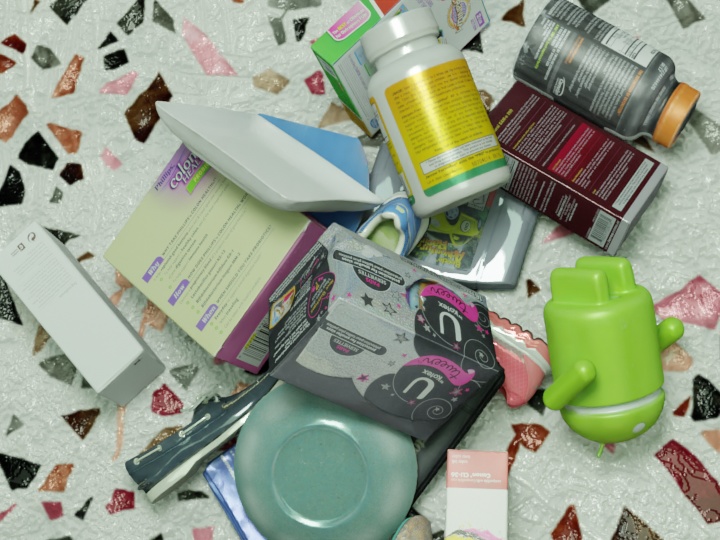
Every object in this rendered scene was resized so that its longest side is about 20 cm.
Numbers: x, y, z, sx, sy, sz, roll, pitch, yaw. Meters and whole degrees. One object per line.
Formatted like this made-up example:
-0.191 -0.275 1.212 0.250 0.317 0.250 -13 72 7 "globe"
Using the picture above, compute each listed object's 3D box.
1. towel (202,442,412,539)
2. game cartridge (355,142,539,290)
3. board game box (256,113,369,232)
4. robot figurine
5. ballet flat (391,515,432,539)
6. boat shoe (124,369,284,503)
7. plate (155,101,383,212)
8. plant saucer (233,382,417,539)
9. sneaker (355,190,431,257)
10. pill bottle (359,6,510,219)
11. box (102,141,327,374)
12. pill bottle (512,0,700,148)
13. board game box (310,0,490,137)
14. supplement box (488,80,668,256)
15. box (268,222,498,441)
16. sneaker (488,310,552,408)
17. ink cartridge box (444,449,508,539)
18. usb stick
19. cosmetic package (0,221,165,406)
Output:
-0.061 0.219 1.523 0.199 0.024 0.146 -36 75 10 "towel"
0.095 -0.055 1.591 0.198 0.041 0.135 17 82 10 "game cartridge"
-0.078 -0.085 1.611 0.198 0.039 0.160 16 85 23 "board game box"
0.256 0.089 1.476 0.115 0.174 0.203 2 106 47 "robot figurine"
0.045 0.359 1.470 0.067 0.068 0.202 17 84 46 "ballet flat"
-0.169 0.170 1.544 0.200 0.075 0.062 -41 83 1 "boat shoe"
-0.098 -0.112 1.490 0.199 0.199 0.033 37 108 24 "plate"
-0.040 0.212 1.480 0.198 0.039 0.204 1 95 8 "plant saucer"
0.000 0.000 1.543 0.075 0.077 0.201 33 107 11 "sneaker"
0.073 -0.167 1.488 0.112 0.113 0.202 -22 88 0 "pill bottle"
-0.148 -0.021 1.538 0.199 0.097 0.177 37 93 29 "box"
0.277 -0.214 1.574 0.199 0.106 0.107 32 81 13 "pill bottle"
0.049 -0.266 1.588 0.200 0.153 0.040 -44 59 -6 "board game box"
0.225 -0.115 1.558 0.199 0.061 0.109 33 53 13 "supplement box"
0.022 0.066 1.432 0.198 0.132 0.116 25 37 -26 "box"
0.114 0.076 1.535 0.199 0.074 0.087 31 82 13 "sneaker"
0.118 0.293 1.456 0.067 0.117 0.203 1 75 6 "ink cartridge box"
0.082 0.171 1.506 0.055 0.033 0.201 38 102 16 "usb stick"
-0.314 0.050 1.576 0.071 0.102 0.200 -42 74 -5 "cosmetic package"
